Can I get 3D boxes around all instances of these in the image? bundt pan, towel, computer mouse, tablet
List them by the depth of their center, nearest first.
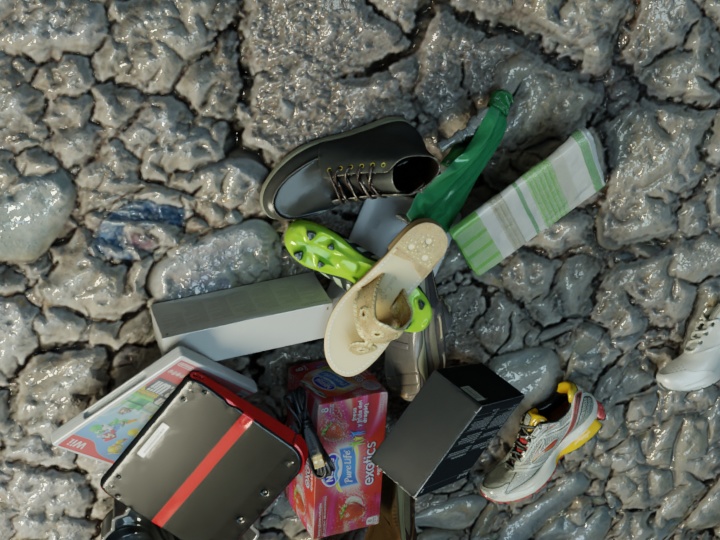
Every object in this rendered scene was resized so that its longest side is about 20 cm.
[{"bbox_3d":[0.199,-0.082,1.571,0.200,0.031,0.149,-36,153,2],"label":"towel"},{"bbox_3d":[-0.100,0.221,1.589,0.044,0.110,0.200,-19,168,-40],"label":"computer mouse"},{"bbox_3d":[0.032,0.003,1.596,0.130,0.014,0.200,14,110,-26],"label":"tablet"},{"bbox_3d":[-0.231,0.327,1.624,0.202,0.076,0.202,-8,118,-15],"label":"bundt pan"}]

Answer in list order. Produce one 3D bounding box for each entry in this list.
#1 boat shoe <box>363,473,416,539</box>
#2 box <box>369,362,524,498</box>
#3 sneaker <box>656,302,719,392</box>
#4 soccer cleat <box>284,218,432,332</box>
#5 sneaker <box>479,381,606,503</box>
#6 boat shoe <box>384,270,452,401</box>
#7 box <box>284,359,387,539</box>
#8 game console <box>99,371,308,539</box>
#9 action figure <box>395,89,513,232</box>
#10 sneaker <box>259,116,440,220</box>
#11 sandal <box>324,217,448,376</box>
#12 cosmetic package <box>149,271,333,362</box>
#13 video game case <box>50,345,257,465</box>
[{"bbox_3d":[0.046,0.345,1.684,0.072,0.200,0.072,-25,140,34],"label":"boat shoe"},{"bbox_3d":[0.110,0.194,1.618,0.141,0.079,0.200,-57,161,10],"label":"box"},{"bbox_3d":[0.481,0.093,1.781,0.200,0.075,0.087,-33,110,-10],"label":"sneaker"},{"bbox_3d":[0.000,0.000,1.523,0.200,0.081,0.068,34,103,-13],"label":"soccer cleat"},{"bbox_3d":[0.231,0.227,1.751,0.200,0.078,0.082,-45,118,-5],"label":"sneaker"},{"bbox_3d":[0.069,0.058,1.598,0.073,0.074,0.200,-19,117,-44],"label":"boat shoe"},{"bbox_3d":[-0.033,0.218,1.625,0.095,0.100,0.200,-9,118,-23],"label":"box"},{"bbox_3d":[-0.177,0.227,1.509,0.177,0.031,0.200,36,111,-12],"label":"game console"},{"bbox_3d":[0.117,-0.127,1.524,0.200,0.055,0.118,-55,157,-7],"label":"action figure"},{"bbox_3d":[-0.014,-0.104,1.471,0.200,0.106,0.075,-28,121,-5],"label":"sneaker"},{"bbox_3d":[0.027,0.039,1.457,0.078,0.070,0.212,31,103,-14],"label":"sandal"},{"bbox_3d":[-0.137,0.059,1.522,0.200,0.083,0.051,-11,118,-14],"label":"cosmetic package"},{"bbox_3d":[-0.237,0.164,1.517,0.200,0.017,0.143,-34,145,18],"label":"video game case"}]
